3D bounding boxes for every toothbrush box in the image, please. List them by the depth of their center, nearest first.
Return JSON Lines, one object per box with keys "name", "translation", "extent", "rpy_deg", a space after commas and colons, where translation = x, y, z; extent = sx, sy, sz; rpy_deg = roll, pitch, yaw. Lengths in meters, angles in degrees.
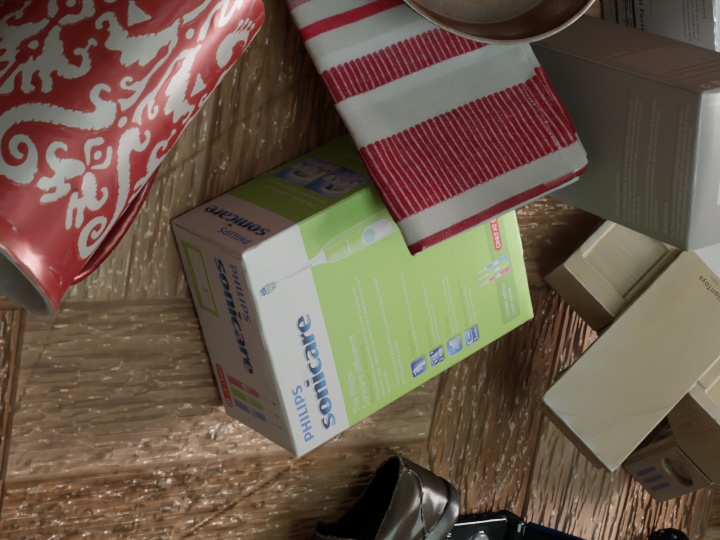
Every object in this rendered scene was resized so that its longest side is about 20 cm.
{"name": "toothbrush box", "translation": [0.000, 0.000, 1.130], "extent": [0.200, 0.086, 0.146], "rpy_deg": [-30, 121, -28]}

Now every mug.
{"name": "mug", "translation": [-0.158, -0.091, 0.968], "extent": [0.133, 0.178, 0.200], "rpy_deg": [38, 75, -4]}

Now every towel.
{"name": "towel", "translation": [0.044, -0.124, 1.088], "extent": [0.144, 0.023, 0.200], "rpy_deg": [-25, 87, -29]}

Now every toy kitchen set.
{"name": "toy kitchen set", "translation": [0.187, 0.090, 1.328], "extent": [0.200, 0.180, 0.163], "rpy_deg": [47, 69, 1]}

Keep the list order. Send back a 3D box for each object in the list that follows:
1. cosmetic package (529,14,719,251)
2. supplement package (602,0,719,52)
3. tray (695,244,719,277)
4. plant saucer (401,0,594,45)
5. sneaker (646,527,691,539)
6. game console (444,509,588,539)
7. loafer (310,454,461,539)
{"name": "cosmetic package", "translation": [0.169, -0.095, 1.155], "extent": [0.090, 0.200, 0.107], "rpy_deg": [-14, 118, -32]}
{"name": "supplement package", "translation": [0.266, -0.157, 1.266], "extent": [0.156, 0.111, 0.200], "rpy_deg": [-25, 122, -29]}
{"name": "tray", "translation": [0.290, 0.011, 1.385], "extent": [0.107, 0.022, 0.200], "rpy_deg": [-24, 130, 15]}
{"name": "plant saucer", "translation": [0.069, -0.232, 1.087], "extent": [0.200, 0.034, 0.201], "rpy_deg": [4, 82, -29]}
{"name": "sneaker", "translation": [0.215, 0.307, 1.437], "extent": [0.200, 0.066, 0.091], "rpy_deg": [-49, 128, -16]}
{"name": "game console", "translation": [0.100, 0.288, 1.304], "extent": [0.171, 0.118, 0.200], "rpy_deg": [0, 107, -39]}
{"name": "loafer", "translation": [-0.019, 0.203, 1.216], "extent": [0.200, 0.073, 0.071], "rpy_deg": [-50, 121, -19]}
